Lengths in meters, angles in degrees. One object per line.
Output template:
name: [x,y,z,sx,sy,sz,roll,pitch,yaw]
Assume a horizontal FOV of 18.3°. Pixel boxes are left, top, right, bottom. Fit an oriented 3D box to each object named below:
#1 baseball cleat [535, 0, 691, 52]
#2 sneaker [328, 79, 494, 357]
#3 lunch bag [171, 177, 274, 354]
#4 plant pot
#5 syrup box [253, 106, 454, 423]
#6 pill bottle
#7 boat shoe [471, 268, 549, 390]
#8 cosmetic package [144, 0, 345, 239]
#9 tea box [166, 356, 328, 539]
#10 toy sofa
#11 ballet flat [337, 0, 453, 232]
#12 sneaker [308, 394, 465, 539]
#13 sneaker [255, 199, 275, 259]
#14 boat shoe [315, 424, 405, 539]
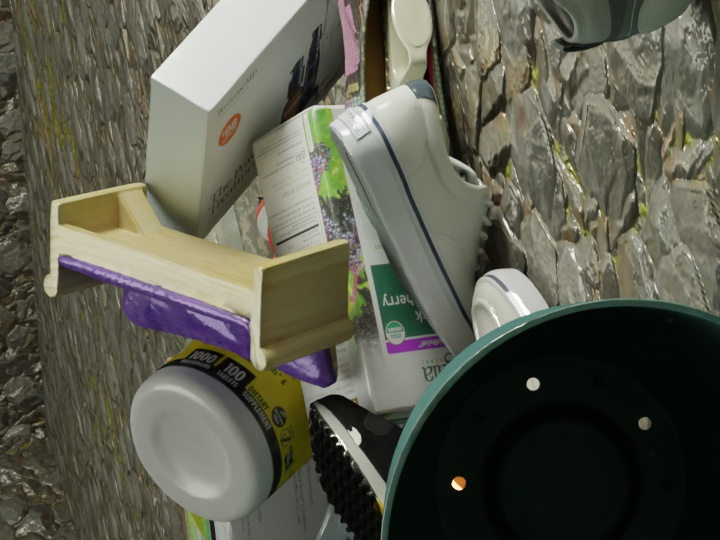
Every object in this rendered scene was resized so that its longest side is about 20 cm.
baseball cleat: [0.096,-0.192,0.945,0.070,0.106,0.202,20,124,58]
sneaker: [0.049,-0.025,1.332,0.073,0.070,0.201,55,172,49]
lunch bag: [-0.110,-0.023,1.854,0.200,0.116,0.166,119,140,-75]
plant pot: [0.101,0.106,0.976,0.161,0.199,0.203,-129,30,-84]
syrup box: [0.000,0.000,1.440,0.081,0.078,0.202,-24,75,53]
pill bottle: [-0.056,0.073,1.519,0.112,0.200,0.113,20,129,27]
boat shoe: [0.087,0.089,1.246,0.071,0.069,0.201,105,151,-60]
cosmetic package: [-0.068,-0.134,1.486,0.051,0.200,0.151,29,148,14]
tea box: [-0.062,0.181,1.768,0.197,0.132,0.202,-134,36,-67]
toy sofa: [-0.103,0.015,1.399,0.199,0.082,0.099,17,112,38]
ballet flat: [0.025,-0.110,1.372,0.071,0.069,0.202,160,104,-71]
sneaker: [0.048,0.137,1.328,0.200,0.090,0.070,45,149,39]
sneaker: [-0.022,0.012,1.656,0.200,0.078,0.116,83,164,-67]
boat shoe: [0.017,0.151,1.559,0.073,0.067,0.201,38,124,17]
